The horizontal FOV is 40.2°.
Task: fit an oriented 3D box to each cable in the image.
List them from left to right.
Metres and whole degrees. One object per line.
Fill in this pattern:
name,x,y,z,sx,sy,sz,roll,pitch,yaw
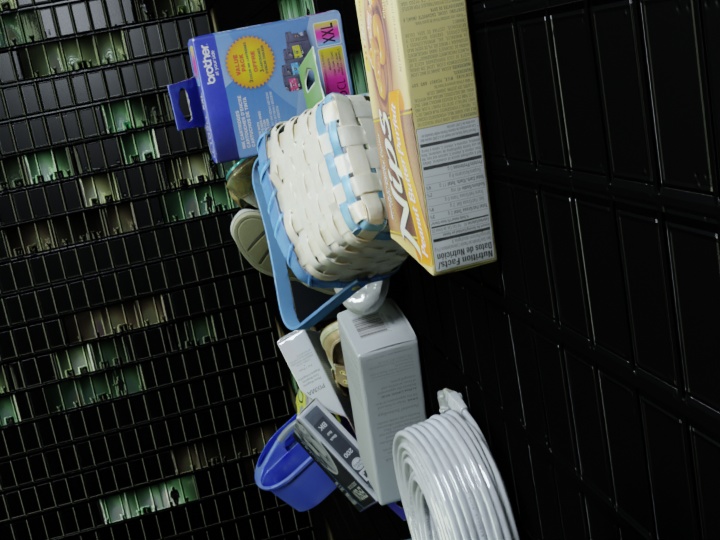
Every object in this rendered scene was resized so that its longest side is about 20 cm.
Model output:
cable,0.087,0.228,0.869,0.200,0.068,0.203,-125,25,-66

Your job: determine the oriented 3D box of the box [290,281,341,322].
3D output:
box,-0.094,0.010,1.617,0.200,0.077,0.144,-176,76,-80

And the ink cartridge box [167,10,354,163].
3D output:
ink cartridge box,-0.111,-0.200,1.087,0.076,0.197,0.139,-139,37,-74

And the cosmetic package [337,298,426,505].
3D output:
cosmetic package,0.030,0.147,1.102,0.102,0.073,0.203,-120,18,-61

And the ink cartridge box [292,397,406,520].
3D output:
ink cartridge box,-0.008,0.265,1.289,0.200,0.043,0.198,45,164,8

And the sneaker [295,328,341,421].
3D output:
sneaker,-0.069,0.172,1.520,0.075,0.076,0.202,38,-144,-22

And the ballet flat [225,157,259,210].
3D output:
ballet flat,-0.136,-0.108,1.278,0.200,0.070,0.072,170,87,-81

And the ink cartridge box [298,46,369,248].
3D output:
ink cartridge box,-0.010,-0.125,1.015,0.104,0.058,0.204,179,79,-80

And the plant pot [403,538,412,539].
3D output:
plant pot,0.032,0.404,1.096,0.200,0.193,0.199,-109,8,-78

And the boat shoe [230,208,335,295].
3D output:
boat shoe,-0.096,-0.032,1.312,0.199,0.075,0.069,31,-161,-37

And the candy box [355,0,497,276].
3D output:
candy box,0.046,-0.110,0.719,0.115,0.054,0.203,-130,29,-70

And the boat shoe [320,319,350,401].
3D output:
boat shoe,-0.005,0.120,1.285,0.201,0.073,0.067,73,175,-64

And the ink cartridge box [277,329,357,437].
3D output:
ink cartridge box,-0.040,0.181,1.376,0.163,0.056,0.203,39,-152,-80

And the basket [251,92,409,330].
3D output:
basket,-0.029,-0.055,0.894,0.199,0.138,0.179,-28,72,44

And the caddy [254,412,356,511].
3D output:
caddy,-0.081,0.279,1.555,0.105,0.200,0.142,45,-176,-23

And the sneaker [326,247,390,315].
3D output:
sneaker,0.000,0.000,1.117,0.201,0.075,0.081,-105,-1,-60
